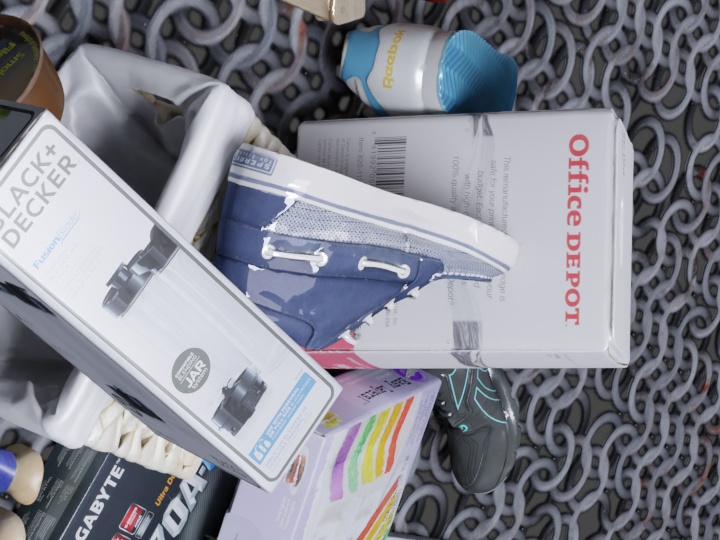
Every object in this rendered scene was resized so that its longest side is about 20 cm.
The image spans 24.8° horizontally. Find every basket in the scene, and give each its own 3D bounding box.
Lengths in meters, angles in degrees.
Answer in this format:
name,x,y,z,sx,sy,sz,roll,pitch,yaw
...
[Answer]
name,x,y,z,sx,sy,sz,roll,pitch,yaw
basket,-0.122,-0.001,0.887,0.123,0.135,0.201,34,79,-49

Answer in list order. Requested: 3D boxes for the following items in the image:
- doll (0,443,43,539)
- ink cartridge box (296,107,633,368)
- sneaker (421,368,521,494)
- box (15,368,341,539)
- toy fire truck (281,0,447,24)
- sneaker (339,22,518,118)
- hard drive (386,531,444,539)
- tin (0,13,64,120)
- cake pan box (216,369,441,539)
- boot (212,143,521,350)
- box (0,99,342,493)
name,x,y,z,sx,sy,sz,roll,pitch,yaw
doll,-0.264,0.114,0.841,0.199,0.048,0.137,6,107,-41
ink cartridge box,0.063,-0.015,0.993,0.083,0.199,0.147,32,59,-68
sneaker,0.062,0.069,1.166,0.079,0.075,0.201,-16,109,-27
box,-0.110,0.116,1.005,0.159,0.046,0.200,41,73,-47
toy fire truck,-0.007,-0.203,0.998,0.200,0.049,0.141,36,77,-48
sneaker,0.051,-0.117,1.074,0.200,0.080,0.077,34,69,-68
hard drive,0.037,0.266,1.230,0.200,0.026,0.132,19,90,-48
tin,-0.225,-0.046,0.778,0.200,0.112,0.042,-48,133,-23
cake pan box,-0.031,0.164,1.045,0.184,0.052,0.201,-11,123,-63
boot,0.000,0.000,0.873,0.200,0.073,0.091,16,92,-40
box,-0.113,0.009,0.725,0.200,0.116,0.060,45,73,-32
